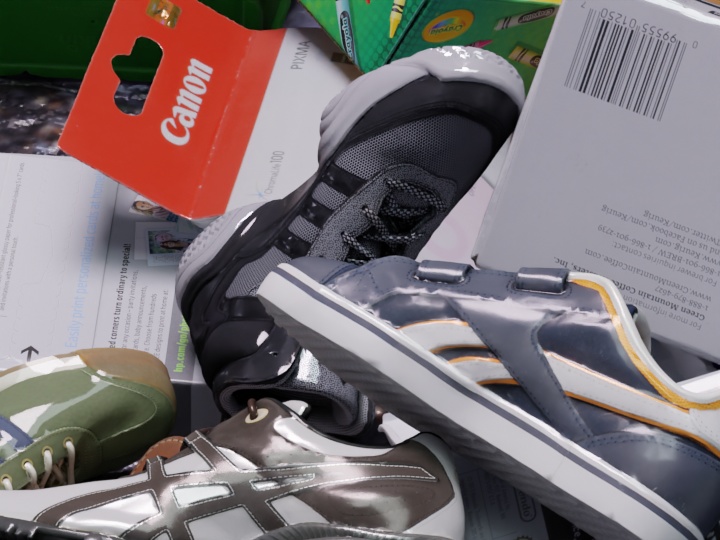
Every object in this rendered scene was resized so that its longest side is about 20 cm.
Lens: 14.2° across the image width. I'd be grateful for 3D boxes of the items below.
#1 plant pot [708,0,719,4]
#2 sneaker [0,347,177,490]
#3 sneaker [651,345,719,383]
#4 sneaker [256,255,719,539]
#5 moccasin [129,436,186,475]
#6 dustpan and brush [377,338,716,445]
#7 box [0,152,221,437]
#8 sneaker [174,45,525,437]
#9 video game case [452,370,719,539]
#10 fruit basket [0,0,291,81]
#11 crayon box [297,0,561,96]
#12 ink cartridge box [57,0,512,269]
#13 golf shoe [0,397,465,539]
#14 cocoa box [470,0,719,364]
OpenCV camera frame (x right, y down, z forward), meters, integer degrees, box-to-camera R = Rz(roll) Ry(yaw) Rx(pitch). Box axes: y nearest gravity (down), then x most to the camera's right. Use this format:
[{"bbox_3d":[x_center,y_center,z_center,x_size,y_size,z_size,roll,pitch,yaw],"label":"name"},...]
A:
[{"bbox_3d":[0.210,-0.057,1.355,0.199,0.140,0.201,2,42,-2],"label":"plant pot"},{"bbox_3d":[-0.166,0.100,1.211,0.199,0.067,0.090,-14,44,-10],"label":"sneaker"},{"bbox_3d":[0.122,0.063,1.249,0.200,0.070,0.099,27,27,37],"label":"sneaker"},{"bbox_3d":[0.058,0.034,1.083,0.200,0.078,0.080,30,80,22],"label":"sneaker"},{"bbox_3d":[-0.125,0.135,1.146,0.201,0.078,0.074,-48,20,-30],"label":"moccasin"},{"bbox_3d":[0.107,0.095,1.134,0.139,0.057,0.200,-16,52,-18],"label":"dustpan and brush"},{"bbox_3d":[-0.122,0.009,1.334,0.199,0.041,0.156,4,41,-1],"label":"box"},{"bbox_3d":[0.000,0.000,1.203,0.075,0.200,0.114,26,39,-32],"label":"sneaker"},{"bbox_3d":[0.091,0.140,1.061,0.181,0.023,0.201,-17,52,7],"label":"video game case"},{"bbox_3d":[-0.124,-0.209,1.494,0.214,0.156,0.216,1,56,-2],"label":"fruit basket"},{"bbox_3d":[0.052,-0.144,1.434,0.200,0.058,0.119,1,41,-48],"label":"crayon box"},{"bbox_3d":[-0.027,-0.065,1.351,0.200,0.057,0.163,33,36,-15],"label":"ink cartridge box"},{"bbox_3d":[-0.056,0.094,1.089,0.199,0.078,0.095,6,54,10],"label":"golf shoe"},{"bbox_3d":[0.171,-0.031,1.203,0.199,0.134,0.131,22,10,15],"label":"cocoa box"}]
